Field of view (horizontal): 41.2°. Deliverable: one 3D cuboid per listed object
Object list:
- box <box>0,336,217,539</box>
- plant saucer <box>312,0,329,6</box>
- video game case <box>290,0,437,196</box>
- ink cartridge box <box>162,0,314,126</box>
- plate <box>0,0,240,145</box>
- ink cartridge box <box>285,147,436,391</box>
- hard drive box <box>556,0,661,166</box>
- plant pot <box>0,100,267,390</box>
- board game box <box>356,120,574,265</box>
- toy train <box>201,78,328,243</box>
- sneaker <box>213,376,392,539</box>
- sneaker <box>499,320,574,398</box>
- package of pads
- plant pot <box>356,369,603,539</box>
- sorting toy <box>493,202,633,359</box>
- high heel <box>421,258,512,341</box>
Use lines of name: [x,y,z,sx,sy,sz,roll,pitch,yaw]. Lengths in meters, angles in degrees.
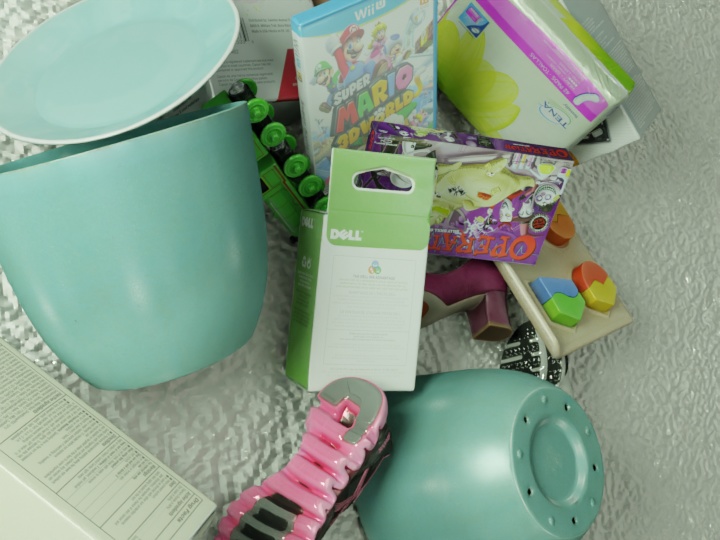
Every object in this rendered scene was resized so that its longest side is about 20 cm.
box: [-0.198,0.133,0.593,0.199,0.078,0.095,37,23,5]
plant saucer: [0.020,-0.214,0.952,0.200,0.034,0.204,35,47,-49]
video game case: [0.010,-0.158,0.858,0.142,0.018,0.202,-28,139,-22]
ink cartridge box: [-0.119,-0.231,0.842,0.144,0.082,0.204,-13,86,-42]
plate: [-0.181,-0.152,0.714,0.202,0.197,0.026,-62,150,-34]
ink cartridge box: [0.000,0.000,0.828,0.102,0.059,0.204,3,96,-25]
hard drive box: [0.217,-0.222,1.082,0.201,0.155,0.077,55,49,-11]
plant pot: [-0.153,-0.015,0.677,0.199,0.198,0.164,-28,109,-42]
board game box: [0.092,-0.070,0.911,0.196,0.121,0.033,5,38,-14]
toy train: [-0.069,-0.082,0.815,0.042,0.056,0.201,58,3,40]
sneaker: [-0.038,0.187,0.780,0.201,0.078,0.096,-49,148,-17]
sneaker: [0.196,0.152,1.015,0.080,0.073,0.204,18,67,-53]
package of pads: [0.166,-0.211,1.018,0.200,0.154,0.068,46,46,-1]
plant pot: [0.118,0.181,0.862,0.198,0.160,0.204,15,66,-36]
sorting toy: [0.211,-0.008,1.039,0.198,0.036,0.187,-12,67,-51]
high heel: [0.069,0.009,0.956,0.198,0.067,0.098,19,49,-38]
